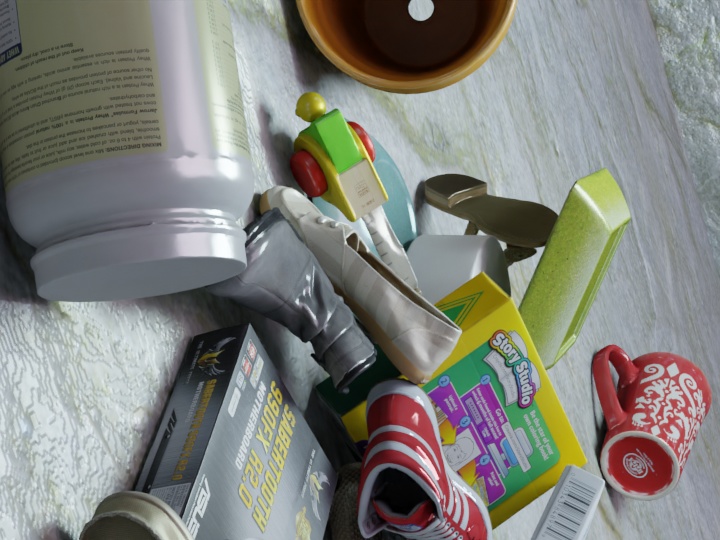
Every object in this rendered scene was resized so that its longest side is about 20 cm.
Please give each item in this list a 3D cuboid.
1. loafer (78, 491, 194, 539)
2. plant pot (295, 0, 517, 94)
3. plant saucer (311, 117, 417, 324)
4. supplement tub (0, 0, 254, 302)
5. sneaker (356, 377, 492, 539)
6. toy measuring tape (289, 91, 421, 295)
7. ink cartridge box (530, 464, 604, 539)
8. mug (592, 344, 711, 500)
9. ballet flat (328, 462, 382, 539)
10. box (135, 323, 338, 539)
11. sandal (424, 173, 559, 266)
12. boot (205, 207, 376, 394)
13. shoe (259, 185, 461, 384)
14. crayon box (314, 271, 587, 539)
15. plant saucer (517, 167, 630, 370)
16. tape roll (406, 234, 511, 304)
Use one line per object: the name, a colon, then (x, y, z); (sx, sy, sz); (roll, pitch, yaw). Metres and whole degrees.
loafer: (-0.124, 0.225, 0.845); (0.068, 0.075, 0.201); (11, 68, -72)
plant pot: (0.049, -0.257, 1.403); (0.183, 0.199, 0.201); (8, 70, -84)
plant saucer: (0.014, -0.047, 1.375); (0.201, 0.038, 0.202); (-12, 90, -67)
supplement tub: (-0.140, -0.092, 0.881); (0.145, 0.144, 0.201); (12, 67, -66)
sneaker: (0.050, 0.193, 1.169); (0.113, 0.071, 0.201); (-81, 150, -57)
toy measuring tape: (-0.008, -0.061, 1.279); (0.201, 0.073, 0.074); (64, 25, -18)
ink cartridge box: (0.149, 0.293, 1.314); (0.200, 0.040, 0.200); (-60, 166, -24)
mug: (0.380, 0.209, 2.065); (0.200, 0.177, 0.134); (-52, 163, -57)
ballet flat: (-0.004, 0.251, 1.176); (0.067, 0.046, 0.201); (26, 59, -73)
box: (-0.083, 0.161, 1.013); (0.200, 0.048, 0.159); (-73, 144, -50)
sandal: (0.135, -0.035, 1.507); (0.212, 0.077, 0.070); (34, -45, 54)
boot: (-0.040, 0.027, 1.066); (0.132, 0.070, 0.200); (53, 11, 4)
shoe: (0.000, 0.000, 1.184); (0.200, 0.053, 0.070); (47, 19, 12)
crayon box: (0.081, 0.130, 1.269); (0.058, 0.172, 0.201); (42, -17, 55)
plant saucer: (0.199, 0.009, 1.426); (0.201, 0.048, 0.200); (-68, 167, 14)
tape roll: (0.088, 0.067, 1.398); (0.202, 0.070, 0.204); (2, 90, -73)
